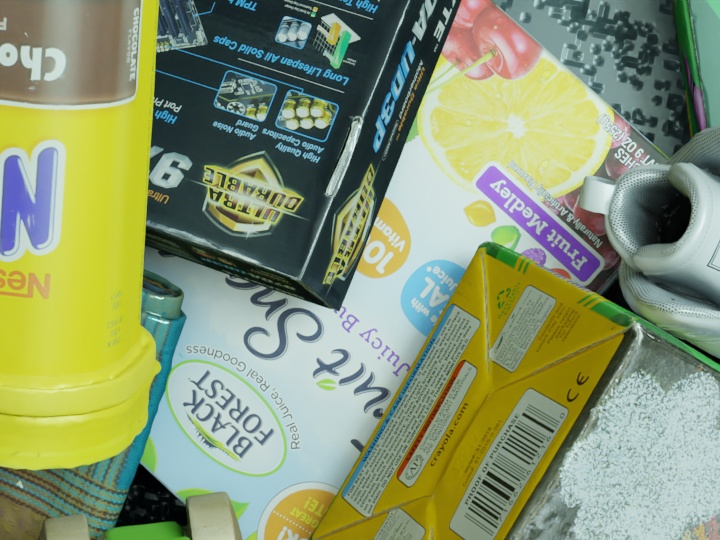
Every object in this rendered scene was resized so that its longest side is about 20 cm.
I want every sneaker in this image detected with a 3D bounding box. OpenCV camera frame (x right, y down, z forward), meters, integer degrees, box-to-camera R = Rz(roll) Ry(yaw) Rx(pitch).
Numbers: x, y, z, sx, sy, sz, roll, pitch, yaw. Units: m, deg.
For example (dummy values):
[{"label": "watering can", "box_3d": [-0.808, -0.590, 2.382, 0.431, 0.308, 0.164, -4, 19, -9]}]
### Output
[{"label": "sneaker", "box_3d": [0.157, 0.016, 0.845, 0.199, 0.115, 0.076, 25, 88, 46]}]

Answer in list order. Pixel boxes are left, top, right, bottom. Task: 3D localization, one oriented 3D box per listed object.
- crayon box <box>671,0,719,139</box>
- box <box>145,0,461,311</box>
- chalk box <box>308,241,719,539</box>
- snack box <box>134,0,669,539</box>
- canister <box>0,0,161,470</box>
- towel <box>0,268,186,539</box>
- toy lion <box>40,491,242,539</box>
[{"label": "crayon box", "box_3d": [0.208, -0.099, 0.943, 0.198, 0.058, 0.120, -9, 87, 1]}, {"label": "box", "box_3d": [-0.071, -0.093, 0.920, 0.199, 0.046, 0.160, 18, 81, 20]}, {"label": "chalk box", "box_3d": [0.108, 0.098, 0.886, 0.199, 0.124, 0.125, 31, 90, -24]}, {"label": "snack box", "box_3d": [0.000, 0.000, 0.946, 0.142, 0.053, 0.200, 42, 89, 5]}, {"label": "canister", "box_3d": [-0.134, -0.053, 0.837, 0.147, 0.087, 0.201, 8, 107, 10]}, {"label": "towel", "box_3d": [-0.154, 0.071, 0.930, 0.146, 0.022, 0.201, 23, 104, 9]}, {"label": "toy lion", "box_3d": [-0.058, 0.171, 0.843, 0.068, 0.192, 0.201, -7, 111, -6]}]
